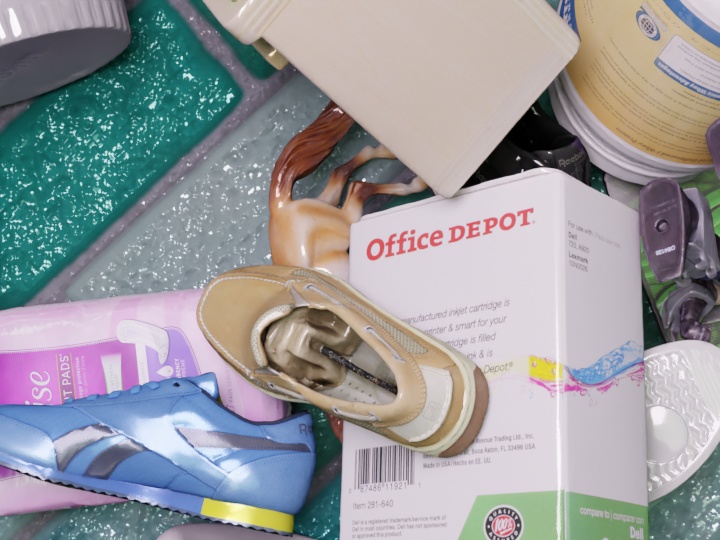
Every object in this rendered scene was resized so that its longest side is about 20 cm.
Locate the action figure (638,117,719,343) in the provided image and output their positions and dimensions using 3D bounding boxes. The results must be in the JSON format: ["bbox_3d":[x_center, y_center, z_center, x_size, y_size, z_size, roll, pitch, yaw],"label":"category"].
[{"bbox_3d":[0.216,-0.005,0.749,0.129,0.199,0.070,-30,57,21],"label":"action figure"}]

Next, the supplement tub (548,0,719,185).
[{"bbox_3d":[0.186,-0.141,0.725,0.143,0.200,0.147,3,70,-9],"label":"supplement tub"}]

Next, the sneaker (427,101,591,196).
[{"bbox_3d":[0.101,-0.031,0.787,0.075,0.087,0.201,-30,89,-39],"label":"sneaker"}]

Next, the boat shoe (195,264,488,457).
[{"bbox_3d":[-0.028,0.034,0.689,0.199,0.076,0.073,15,87,45],"label":"boat shoe"}]

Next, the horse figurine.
[{"bbox_3d":[0.000,0.000,0.801,0.132,0.050,0.202,-27,91,-27],"label":"horse figurine"}]

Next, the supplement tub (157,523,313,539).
[{"bbox_3d":[-0.067,0.258,0.768,0.143,0.145,0.203,12,90,3],"label":"supplement tub"}]

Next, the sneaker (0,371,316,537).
[{"bbox_3d":[-0.122,0.089,0.749,0.197,0.066,0.079,12,81,0],"label":"sneaker"}]

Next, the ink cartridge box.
[{"bbox_3d":[0.067,0.066,0.703,0.144,0.083,0.203,-12,69,41],"label":"ink cartridge box"}]

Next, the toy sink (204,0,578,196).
[{"bbox_3d":[-0.011,-0.149,0.685,0.200,0.130,0.112,39,96,-27],"label":"toy sink"}]

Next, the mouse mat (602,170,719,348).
[{"bbox_3d":[0.264,-0.027,0.833,0.198,0.008,0.163,-22,89,3],"label":"mouse mat"}]

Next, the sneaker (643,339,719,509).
[{"bbox_3d":[0.136,0.109,0.777,0.074,0.118,0.201,46,106,11],"label":"sneaker"}]

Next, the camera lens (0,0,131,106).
[{"bbox_3d":[-0.230,-0.207,0.779,0.158,0.160,0.202,-19,88,2],"label":"camera lens"}]

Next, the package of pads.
[{"bbox_3d":[-0.135,0.075,0.815,0.197,0.076,0.122,-7,86,2],"label":"package of pads"}]
